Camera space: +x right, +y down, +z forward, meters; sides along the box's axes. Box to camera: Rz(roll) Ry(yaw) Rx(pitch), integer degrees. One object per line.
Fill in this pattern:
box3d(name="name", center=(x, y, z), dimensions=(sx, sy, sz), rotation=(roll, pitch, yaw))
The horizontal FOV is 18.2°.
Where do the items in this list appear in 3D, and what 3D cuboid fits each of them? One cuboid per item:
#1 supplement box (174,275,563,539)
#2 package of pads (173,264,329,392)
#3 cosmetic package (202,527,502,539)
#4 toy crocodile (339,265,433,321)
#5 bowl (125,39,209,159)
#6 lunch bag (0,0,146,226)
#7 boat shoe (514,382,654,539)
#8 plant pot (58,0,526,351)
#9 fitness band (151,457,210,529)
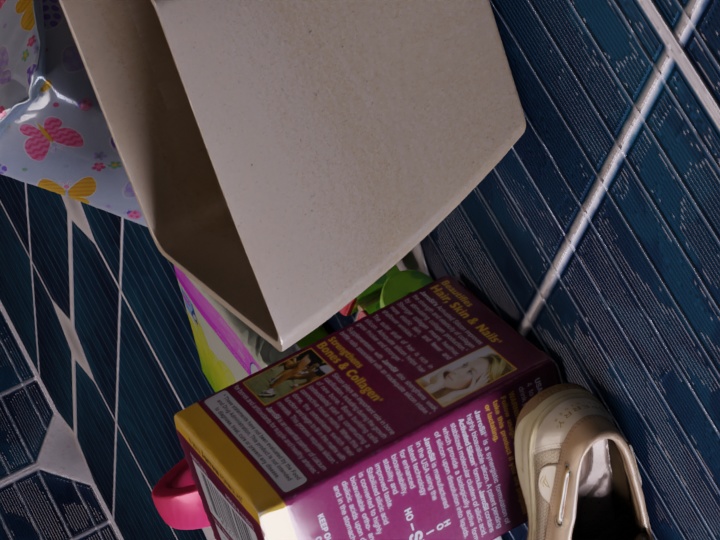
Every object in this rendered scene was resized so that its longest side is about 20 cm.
box3d(name="supplement box", center=(0.011, 0.107, 1.324), dimensions=(0.131, 0.199, 0.104), rotation=(42, 153, 55))
box3d(name="package of pads", center=(-0.079, 0.070, 1.815), dimensions=(0.200, 0.068, 0.155), rotation=(49, 158, 46))
box3d(name="cosmetic package", center=(0.005, 0.216, 1.584), dimensions=(0.201, 0.166, 0.167), rotation=(67, 164, -13))
box3d(name="toy crocodile", center=(0.000, 0.000, 1.456), dimensions=(0.200, 0.062, 0.068), rotation=(60, 164, 18))
box3d(name="bowl", center=(-0.072, -0.162, 1.318), dimensions=(0.094, 0.200, 0.201), rotation=(-42, 68, 29))
box3d(name="lunch bag", center=(-0.177, -0.144, 1.531), dimensions=(0.127, 0.169, 0.201), rotation=(-42, 41, 38))
box3d(name="boat shoe", center=(0.131, 0.162, 1.258), dimensions=(0.065, 0.071, 0.201), rotation=(41, 151, 57))
box3d(name="plant pot", center=(-0.031, -0.107, 1.171), dimensions=(0.200, 0.177, 0.201), rotation=(34, 146, 61))
box3d(name="fitness band", center=(-0.055, 0.115, 1.559), dimensions=(0.038, 0.199, 0.144), rotation=(63, 170, -18))
